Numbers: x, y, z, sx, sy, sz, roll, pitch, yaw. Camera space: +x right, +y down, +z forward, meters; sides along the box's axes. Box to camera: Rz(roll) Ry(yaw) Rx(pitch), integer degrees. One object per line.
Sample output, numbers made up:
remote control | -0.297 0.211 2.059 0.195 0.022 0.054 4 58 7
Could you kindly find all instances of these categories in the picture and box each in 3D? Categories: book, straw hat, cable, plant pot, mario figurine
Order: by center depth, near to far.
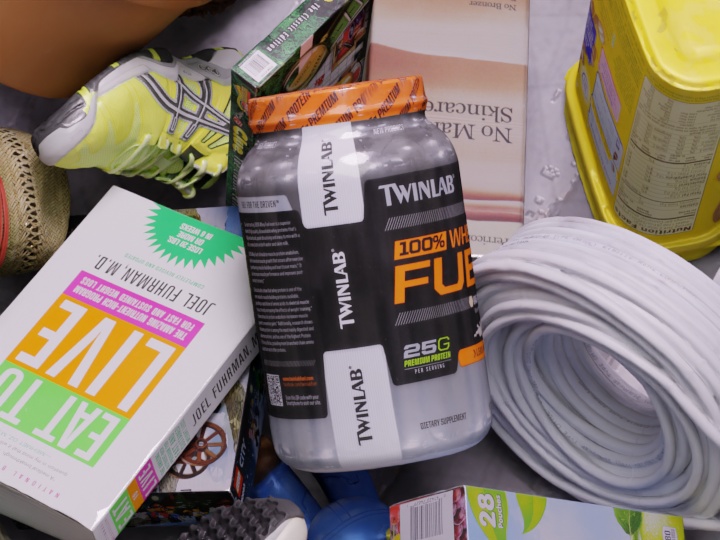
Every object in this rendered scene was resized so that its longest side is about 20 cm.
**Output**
mario figurine | 0.008 0.153 1.335 0.123 0.106 0.200 -46 60 15
cable | 0.143 0.057 1.340 0.069 0.200 0.200 -45 111 -30
book | -0.139 0.053 1.344 0.133 0.048 0.200 21 58 26
plant pot | -0.177 -0.196 1.401 0.200 0.140 0.200 29 30 -19
straw hat | -0.217 -0.041 1.416 0.085 0.201 0.201 -2 59 -34

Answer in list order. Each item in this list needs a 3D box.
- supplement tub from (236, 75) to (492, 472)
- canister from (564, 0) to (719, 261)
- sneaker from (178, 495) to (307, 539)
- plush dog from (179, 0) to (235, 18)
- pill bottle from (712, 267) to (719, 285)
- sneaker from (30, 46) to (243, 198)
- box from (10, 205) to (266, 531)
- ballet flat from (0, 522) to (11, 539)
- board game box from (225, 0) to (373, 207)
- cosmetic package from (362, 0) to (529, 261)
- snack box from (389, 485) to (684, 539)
supplement tub | 0.000 0.000 1.299 0.122 0.123 0.201 -9 96 -7
canister | 0.181 -0.113 1.432 0.086 0.200 0.149 -10 63 -7
sneaker | -0.084 0.214 1.299 0.093 0.070 0.200 41 88 -26
plush dog | -0.111 -0.256 1.541 0.172 0.160 0.200 40 65 -8
pill bottle | 0.303 0.045 1.405 0.200 0.113 0.112 34 66 15
sneaker | -0.113 -0.084 1.429 0.200 0.075 0.077 -19 76 -55
box | -0.121 0.054 1.389 0.136 0.038 0.200 -3 52 13
ballet flat | -0.228 0.155 1.352 0.067 0.062 0.200 -25 49 -13
board game box | -0.037 -0.094 1.414 0.023 0.200 0.105 41 68 15
cosmetic package | 0.049 -0.075 1.471 0.103 0.087 0.201 3 62 -2
snack box | 0.099 0.223 1.265 0.168 0.068 0.201 13 66 -38
